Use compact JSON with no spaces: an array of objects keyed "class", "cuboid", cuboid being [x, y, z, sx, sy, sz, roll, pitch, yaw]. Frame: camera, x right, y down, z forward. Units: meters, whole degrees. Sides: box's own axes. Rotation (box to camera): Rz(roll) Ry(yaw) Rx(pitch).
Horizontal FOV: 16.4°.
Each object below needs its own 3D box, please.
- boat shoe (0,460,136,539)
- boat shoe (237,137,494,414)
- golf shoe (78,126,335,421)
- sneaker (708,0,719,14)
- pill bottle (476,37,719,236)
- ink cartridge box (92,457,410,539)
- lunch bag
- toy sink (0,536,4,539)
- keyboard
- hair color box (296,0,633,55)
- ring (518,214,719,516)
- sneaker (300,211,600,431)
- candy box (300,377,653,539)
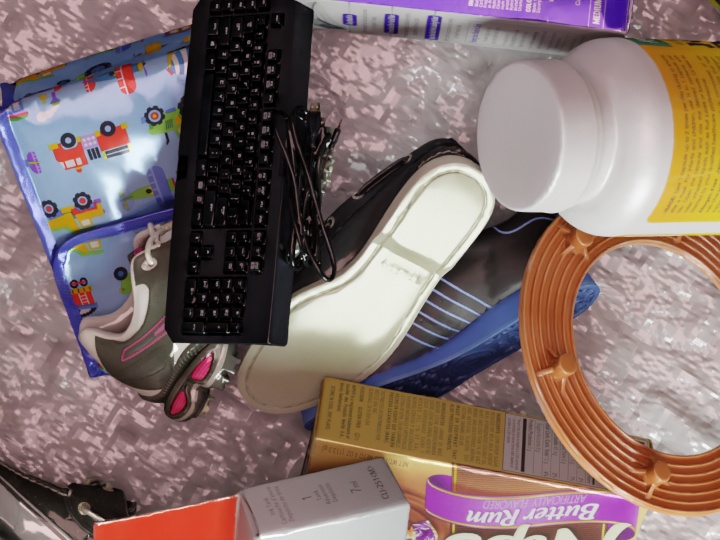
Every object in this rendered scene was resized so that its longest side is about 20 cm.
[{"class":"boat shoe","cuboid":[-0.163,0.161,1.515,0.200,0.071,0.064,37,73,2]},{"class":"boat shoe","cuboid":[-0.002,-0.001,1.459,0.074,0.066,0.200,28,113,-24]},{"class":"golf shoe","cuboid":[-0.084,-0.006,1.433,0.088,0.077,0.200,29,110,-11]},{"class":"sneaker","cuboid":[0.291,-0.148,1.473,0.200,0.081,0.074,27,94,-1]},{"class":"pill bottle","cuboid":[0.170,-0.076,1.423,0.200,0.113,0.113,-2,95,-31]},{"class":"ink cartridge box","cuboid":[-0.066,0.206,1.444,0.173,0.044,0.200,-12,134,-19]},{"class":"lunch bag","cuboid":[-0.115,-0.033,1.497,0.150,0.094,0.200,-17,106,0]},{"class":"toy sink","cuboid":[-0.241,0.202,1.455,0.112,0.200,0.130,-44,101,-10]},{"class":"keyboard","cuboid":[-0.062,-0.060,1.381,0.104,0.040,0.201,0,82,25]},{"class":"hair color box","cuboid":[0.055,-0.169,1.459,0.199,0.109,0.065,5,87,0]},{"class":"ring","cuboid":[0.180,0.044,1.459,0.200,0.019,0.201,12,64,-27]},{"class":"sneaker","cuboid":[0.044,0.025,1.503,0.200,0.070,0.078,-28,68,10]},{"class":"candy box","cuboid":[0.063,0.138,1.478,0.199,0.057,0.117,12,131,-3]}]
